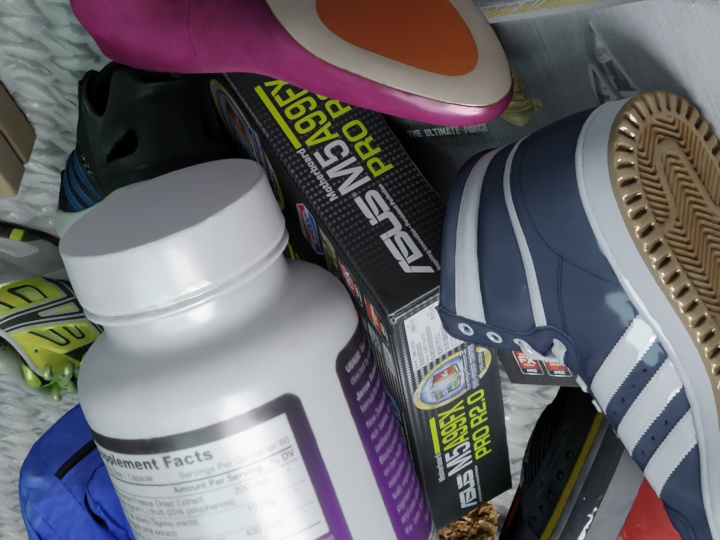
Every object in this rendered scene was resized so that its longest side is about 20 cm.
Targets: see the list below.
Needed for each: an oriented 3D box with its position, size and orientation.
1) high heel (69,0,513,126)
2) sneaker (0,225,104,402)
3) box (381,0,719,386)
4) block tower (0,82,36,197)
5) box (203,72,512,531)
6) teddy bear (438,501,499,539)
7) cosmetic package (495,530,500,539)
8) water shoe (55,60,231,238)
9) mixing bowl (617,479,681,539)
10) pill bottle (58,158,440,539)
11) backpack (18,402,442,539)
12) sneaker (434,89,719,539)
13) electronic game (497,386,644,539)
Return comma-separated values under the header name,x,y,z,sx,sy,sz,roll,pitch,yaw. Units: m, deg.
name,x,y,z,sx,sy,sz,roll,pitch,yaw
high heel,-0.027,-0.084,0.851,0.200,0.067,0.096,33,148,26
sneaker,-0.129,0.032,1.143,0.199,0.077,0.076,6,149,11
box,0.102,-0.033,0.831,0.199,0.048,0.159,0,122,51
block tower,-0.255,-0.060,1.058,0.199,0.054,0.058,2,149,20
box,0.000,0.000,0.953,0.044,0.161,0.200,-29,152,-10
teddy bear,-0.021,0.166,1.262,0.199,0.067,0.145,-5,177,-28
cosmetic package,0.123,0.237,1.273,0.200,0.108,0.085,29,177,43
water shoe,-0.091,-0.052,0.990,0.071,0.079,0.200,-7,-177,-17
mixing bowl,0.191,0.115,1.115,0.199,0.109,0.200,11,153,6
pill bottle,-0.042,0.065,0.877,0.111,0.111,0.201,-7,113,34
backpack,-0.058,0.124,1.062,0.200,0.162,0.168,45,153,32
sneaker,0.097,0.039,0.795,0.108,0.070,0.201,-9,108,48
electronic game,0.093,0.079,0.996,0.041,0.201,0.200,23,152,-1
